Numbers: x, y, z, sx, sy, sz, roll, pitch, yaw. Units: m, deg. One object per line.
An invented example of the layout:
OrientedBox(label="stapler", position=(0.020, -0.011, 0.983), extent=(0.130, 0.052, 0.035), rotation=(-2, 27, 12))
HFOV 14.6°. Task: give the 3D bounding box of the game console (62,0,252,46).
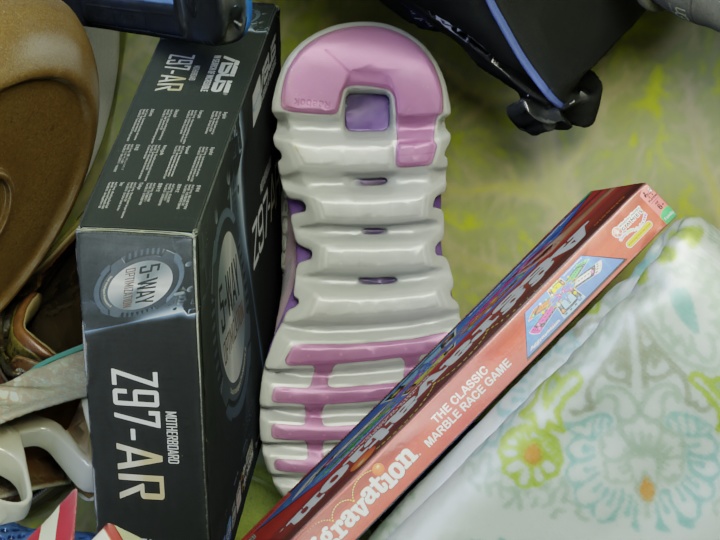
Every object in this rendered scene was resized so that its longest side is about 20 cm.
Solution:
OrientedBox(label="game console", position=(-0.137, -0.164, 1.053), extent=(0.200, 0.118, 0.172), rotation=(-162, 60, -66))

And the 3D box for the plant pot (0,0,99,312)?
OrientedBox(label="plant pot", position=(-0.168, -0.019, 1.115), extent=(0.027, 0.200, 0.201), rotation=(37, 107, 19))

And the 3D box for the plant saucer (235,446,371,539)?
OrientedBox(label="plant saucer", position=(-0.054, 0.156, 1.176), extent=(0.199, 0.031, 0.201), rotation=(-5, 82, 37))

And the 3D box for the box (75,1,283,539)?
OrientedBox(label="box", position=(-0.064, 0.009, 1.071), extent=(0.043, 0.200, 0.161), rotation=(3, 119, 6))

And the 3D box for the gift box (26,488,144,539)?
OrientedBox(label="gift box", position=(-0.061, 0.199, 0.960), extent=(0.200, 0.187, 0.185), rotation=(-50, 47, 6))

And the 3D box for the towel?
OrientedBox(label="towel", position=(0.112, 0.104, 0.982), extent=(0.171, 0.048, 0.200), rotation=(40, 111, -9))

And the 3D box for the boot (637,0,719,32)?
OrientedBox(label="boot", position=(0.206, -0.115, 0.979), extent=(0.200, 0.073, 0.182), rotation=(35, 95, 32))

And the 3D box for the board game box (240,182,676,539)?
OrientedBox(label="board game box", position=(0.031, 0.045, 1.035), extent=(0.200, 0.103, 0.019), rotation=(-45, 96, -5))

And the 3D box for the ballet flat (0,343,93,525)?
OrientedBox(label="ballet flat", position=(-0.136, 0.076, 1.158), extent=(0.062, 0.199, 0.068), rotation=(50, 141, 34))

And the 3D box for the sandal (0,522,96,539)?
OrientedBox(label="sandal", position=(-0.153, 0.135, 1.173), extent=(0.199, 0.079, 0.087), rotation=(-16, 106, 33))

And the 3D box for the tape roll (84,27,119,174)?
OrientedBox(label="tape roll", position=(-0.178, -0.093, 1.195), extent=(0.037, 0.202, 0.204), rotation=(11, 91, 35))

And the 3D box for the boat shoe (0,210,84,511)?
OrientedBox(label="boat shoe", position=(-0.133, 0.028, 1.228), extent=(0.200, 0.068, 0.072), rotation=(-52, 57, 21))

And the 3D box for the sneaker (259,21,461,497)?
OrientedBox(label="sneaker", position=(0.000, 0.000, 1.126), extent=(0.080, 0.088, 0.201), rotation=(1, 97, -4))

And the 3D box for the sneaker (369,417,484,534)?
OrientedBox(label="sneaker", position=(0.089, 0.072, 1.036), extent=(0.200, 0.091, 0.076), rotation=(-30, 66, 30))

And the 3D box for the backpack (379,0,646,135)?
OrientedBox(label="backpack", position=(0.028, -0.183, 1.064), extent=(0.147, 0.183, 0.200), rotation=(-48, 55, -4))
